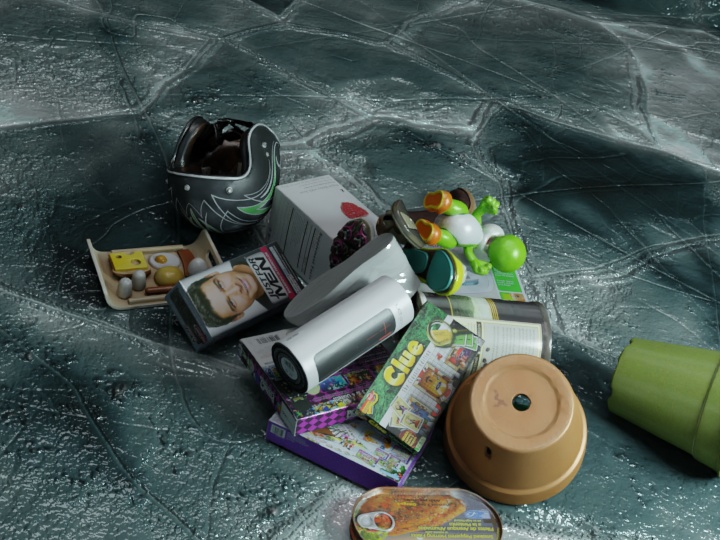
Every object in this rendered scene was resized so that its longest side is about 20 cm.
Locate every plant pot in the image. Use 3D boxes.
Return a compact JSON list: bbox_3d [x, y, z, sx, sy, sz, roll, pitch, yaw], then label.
[{"bbox_3d":[0.213,0.202,1.370,0.200,0.140,0.200,-1,63,3],"label":"plant pot"},{"bbox_3d":[0.486,0.189,1.540,0.190,0.200,0.200,17,33,27],"label":"plant pot"}]

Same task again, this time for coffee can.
[{"bbox_3d":[0.171,0.111,1.541,0.200,0.146,0.146,6,36,-12],"label":"coffee can"}]

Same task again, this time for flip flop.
[{"bbox_3d":[0.052,-0.061,1.555,0.058,0.081,0.200,-28,4,-4],"label":"flip flop"}]

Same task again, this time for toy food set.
[{"bbox_3d":[-0.323,-0.012,1.609,0.200,0.060,0.144,-5,40,-26],"label":"toy food set"}]

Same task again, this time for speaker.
[{"bbox_3d":[-0.022,0.085,1.399,0.200,0.081,0.081,-31,54,-30],"label":"speaker"}]

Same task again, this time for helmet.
[{"bbox_3d":[-0.233,-0.156,1.726,0.200,0.200,0.191,16,74,3],"label":"helmet"}]

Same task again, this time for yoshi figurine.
[{"bbox_3d":[0.191,-0.053,1.616,0.200,0.112,0.112,23,42,-32],"label":"yoshi figurine"}]

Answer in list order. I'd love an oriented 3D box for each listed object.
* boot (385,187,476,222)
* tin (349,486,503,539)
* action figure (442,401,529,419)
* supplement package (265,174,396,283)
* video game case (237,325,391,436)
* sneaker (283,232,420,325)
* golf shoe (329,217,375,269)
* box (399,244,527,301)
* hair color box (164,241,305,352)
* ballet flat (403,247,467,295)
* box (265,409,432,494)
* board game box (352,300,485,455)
[{"bbox_3d":[0.129,-0.101,1.881,0.166,0.072,0.200,10,39,-10],"label":"boot"},{"bbox_3d":[0.084,0.333,1.301,0.200,0.042,0.112,5,32,-13],"label":"tin"},{"bbox_3d":[0.192,0.221,1.479,0.200,0.055,0.118,18,37,12],"label":"action figure"},{"bbox_3d":[-0.050,-0.054,1.713,0.121,0.120,0.200,-17,46,-38],"label":"supplement package"},{"bbox_3d":[-0.048,0.143,1.447,0.200,0.036,0.181,-11,40,-31],"label":"video game case"},{"bbox_3d":[-0.006,0.046,1.503,0.200,0.116,0.074,-34,28,3],"label":"sneaker"},{"bbox_3d":[0.000,0.000,1.588,0.073,0.200,0.092,32,40,32],"label":"golf shoe"},{"bbox_3d":[0.160,0.036,1.688,0.200,0.097,0.177,6,38,-11],"label":"box"},{"bbox_3d":[-0.189,0.037,1.557,0.200,0.061,0.099,-26,81,-42],"label":"hair color box"},{"bbox_3d":[0.123,-0.001,1.547,0.067,0.067,0.200,16,4,-23],"label":"ballet flat"},{"bbox_3d":[-0.013,0.224,1.412,0.200,0.039,0.137,24,36,14],"label":"box"},{"bbox_3d":[0.084,0.146,1.410,0.105,0.023,0.200,33,62,2],"label":"board game box"}]
